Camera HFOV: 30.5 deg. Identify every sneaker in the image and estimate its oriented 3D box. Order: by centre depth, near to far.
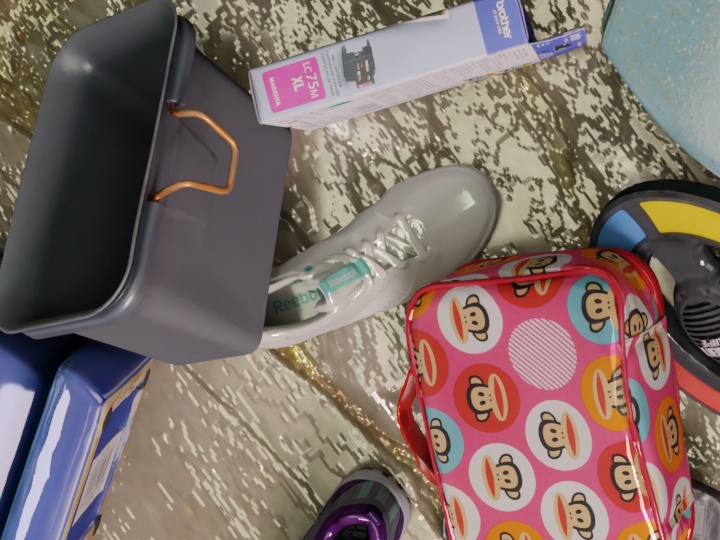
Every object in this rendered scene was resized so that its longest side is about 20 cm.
[{"bbox_3d":[0.000,0.000,0.852,0.198,0.088,0.076,-30,89,12],"label":"sneaker"},{"bbox_3d":[-0.040,0.225,0.883,0.074,0.088,0.202,30,100,6],"label":"sneaker"}]

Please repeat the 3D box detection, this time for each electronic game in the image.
[{"bbox_3d":[0.219,0.028,0.773,0.200,0.200,0.042,43,66,4],"label":"electronic game"}]

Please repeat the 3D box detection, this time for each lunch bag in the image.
[{"bbox_3d":[0.103,0.093,0.800,0.174,0.082,0.203,-6,99,32],"label":"lunch bag"}]

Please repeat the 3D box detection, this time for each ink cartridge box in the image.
[{"bbox_3d":[0.040,-0.131,0.815,0.197,0.119,0.043,-13,92,12],"label":"ink cartridge box"}]

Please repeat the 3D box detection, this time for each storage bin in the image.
[{"bbox_3d":[-0.114,-0.042,0.807,0.144,0.134,0.203,-11,63,38],"label":"storage bin"}]

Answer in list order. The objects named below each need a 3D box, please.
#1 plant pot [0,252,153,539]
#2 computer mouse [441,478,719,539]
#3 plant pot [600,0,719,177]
[{"bbox_3d":[-0.249,0.102,0.859,0.177,0.200,0.203,20,99,0],"label":"plant pot"},{"bbox_3d":[0.148,0.128,0.863,0.197,0.046,0.143,0,100,22],"label":"computer mouse"},{"bbox_3d":[0.245,-0.158,0.707,0.198,0.197,0.198,23,132,10],"label":"plant pot"}]
